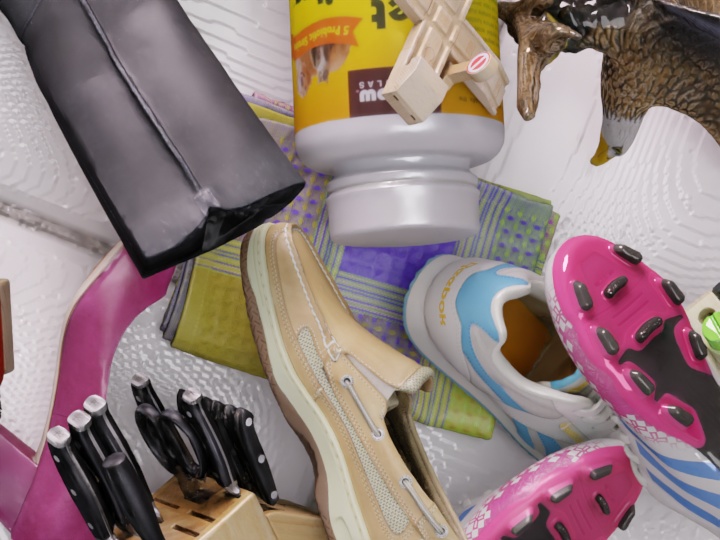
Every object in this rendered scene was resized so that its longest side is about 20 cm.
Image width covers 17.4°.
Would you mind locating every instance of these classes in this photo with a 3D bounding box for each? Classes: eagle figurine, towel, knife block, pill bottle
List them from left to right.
[{"bbox_3d":[-0.093,0.159,1.195,0.175,0.064,0.201,14,89,-41],"label":"knife block"},{"bbox_3d":[0.000,0.000,1.269,0.199,0.023,0.144,19,87,-13],"label":"towel"},{"bbox_3d":[0.018,-0.116,1.210,0.109,0.109,0.201,-2,83,-13],"label":"pill bottle"},{"bbox_3d":[0.170,-0.106,1.240,0.199,0.151,0.153,14,71,-12],"label":"eagle figurine"}]

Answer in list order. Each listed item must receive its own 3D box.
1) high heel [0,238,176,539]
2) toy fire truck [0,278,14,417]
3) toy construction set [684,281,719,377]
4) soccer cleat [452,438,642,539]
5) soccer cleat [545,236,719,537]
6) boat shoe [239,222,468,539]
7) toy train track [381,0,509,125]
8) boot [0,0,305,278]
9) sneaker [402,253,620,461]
[{"bbox_3d":[-0.122,0.060,1.215,0.096,0.067,0.200,35,89,-2],"label":"high heel"},{"bbox_3d":[-0.263,0.052,1.106,0.175,0.200,0.129,-2,92,1],"label":"toy fire truck"},{"bbox_3d":[0.231,0.073,1.256,0.092,0.131,0.200,-29,141,-7],"label":"toy construction set"},{"bbox_3d":[0.057,0.146,1.250,0.200,0.086,0.070,-39,129,-2],"label":"soccer cleat"},{"bbox_3d":[0.151,0.074,1.187,0.200,0.086,0.070,48,55,-4],"label":"soccer cleat"},{"bbox_3d":[0.003,0.062,1.207,0.076,0.072,0.201,-23,89,21],"label":"boat shoe"},{"bbox_3d":[0.062,-0.157,1.159,0.115,0.032,0.201,46,52,-32],"label":"toy train track"},{"bbox_3d":[-0.086,-0.118,1.184,0.164,0.066,0.201,-32,71,1],"label":"boot"},{"bbox_3d":[0.114,0.062,1.255,0.200,0.081,0.077,32,78,-31],"label":"sneaker"}]
